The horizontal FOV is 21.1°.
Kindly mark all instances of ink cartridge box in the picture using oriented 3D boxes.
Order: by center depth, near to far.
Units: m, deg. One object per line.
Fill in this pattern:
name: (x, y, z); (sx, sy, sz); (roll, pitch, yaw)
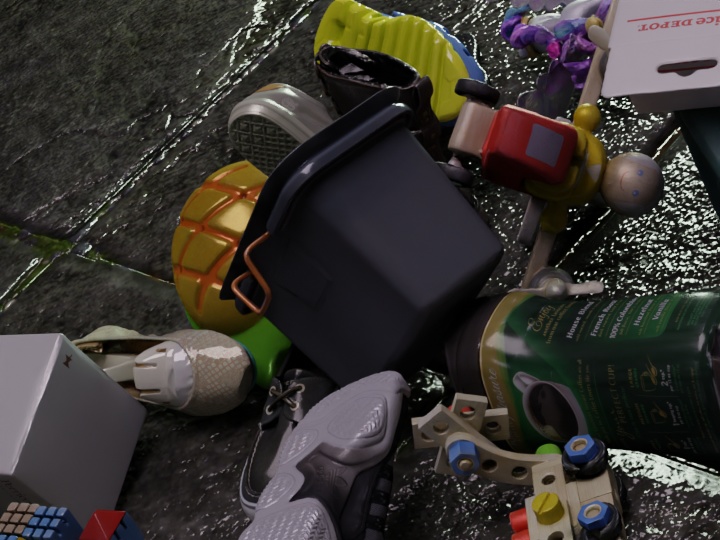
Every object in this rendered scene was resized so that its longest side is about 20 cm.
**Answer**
ink cartridge box: (0.235, -0.171, 1.275); (0.116, 0.068, 0.200); (-3, 50, 27)

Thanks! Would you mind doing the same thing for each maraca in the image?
maraca: (-0.088, 0.004, 1.489); (0.137, 0.107, 0.200); (-23, 56, 37)

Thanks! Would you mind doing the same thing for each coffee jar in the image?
coffee jar: (0.154, 0.066, 1.238); (0.200, 0.104, 0.085); (-1, 36, 33)

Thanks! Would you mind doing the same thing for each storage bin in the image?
storage bin: (0.000, 0.000, 1.306); (0.145, 0.200, 0.134); (-36, 75, -31)

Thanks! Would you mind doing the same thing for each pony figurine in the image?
pony figurine: (0.177, -0.192, 1.531); (0.200, 0.167, 0.193); (-10, 7, 30)

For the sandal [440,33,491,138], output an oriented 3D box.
sandal: (0.078, -0.146, 1.618); (0.075, 0.045, 0.200); (-14, 23, 12)

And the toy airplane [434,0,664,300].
toy airplane: (0.148, -0.067, 1.361); (0.141, 0.200, 0.199); (16, 41, 24)

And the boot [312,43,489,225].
boot: (0.007, -0.104, 1.491); (0.200, 0.174, 0.069); (12, 52, 43)

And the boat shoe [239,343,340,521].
boat shoe: (-0.041, 0.092, 1.381); (0.069, 0.057, 0.200); (-3, 42, 32)

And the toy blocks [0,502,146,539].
toy blocks: (-0.195, 0.210, 1.272); (0.200, 0.137, 0.100); (-1, 44, 34)

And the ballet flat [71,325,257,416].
ballet flat: (-0.160, 0.079, 1.463); (0.062, 0.068, 0.200); (-13, 8, -41)

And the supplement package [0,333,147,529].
supplement package: (-0.282, 0.126, 1.438); (0.200, 0.117, 0.118); (-3, 55, 32)

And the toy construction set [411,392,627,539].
toy construction set: (0.097, 0.161, 1.181); (0.131, 0.092, 0.200); (-21, 47, 12)

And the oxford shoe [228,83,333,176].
oxford shoe: (-0.015, -0.069, 1.444); (0.075, 0.200, 0.058); (-29, 29, 38)

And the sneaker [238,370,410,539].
sneaker: (-0.004, 0.161, 1.223); (0.075, 0.114, 0.200); (-13, 31, 37)

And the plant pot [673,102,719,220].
plant pot: (0.289, -0.096, 1.321); (0.141, 0.141, 0.200); (-20, 41, 13)

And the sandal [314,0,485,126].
sandal: (0.046, -0.167, 1.545); (0.200, 0.087, 0.080); (40, 116, 51)
